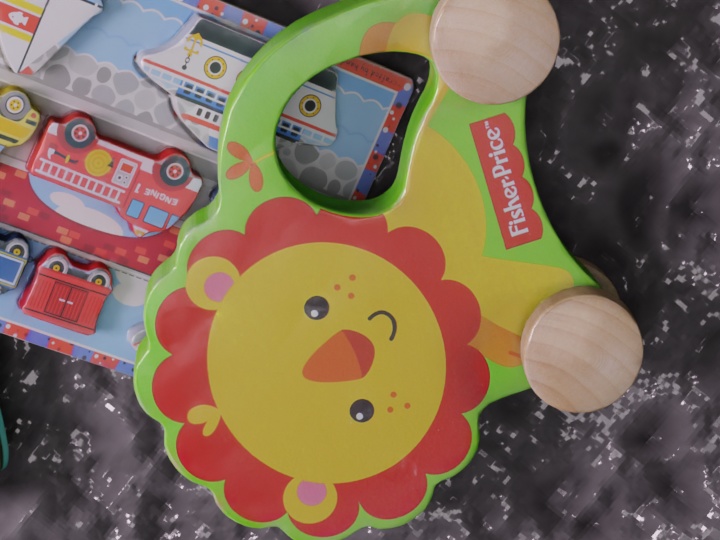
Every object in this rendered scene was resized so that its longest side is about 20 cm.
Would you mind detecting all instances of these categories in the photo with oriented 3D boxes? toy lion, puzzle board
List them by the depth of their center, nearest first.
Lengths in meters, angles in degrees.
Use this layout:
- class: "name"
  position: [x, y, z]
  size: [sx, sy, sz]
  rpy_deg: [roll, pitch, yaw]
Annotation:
- class: "puzzle board"
  position: [-0.094, -0.038, 0.834]
  size: [0.199, 0.017, 0.151]
  rpy_deg: [20, 102, -23]
- class: "toy lion"
  position: [0.000, 0.000, 0.835]
  size: [0.190, 0.069, 0.201]
  rpy_deg: [-16, 106, 1]

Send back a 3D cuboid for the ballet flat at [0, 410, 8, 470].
- class: "ballet flat"
  position: [-0.185, 0.002, 0.856]
  size: [0.075, 0.068, 0.201]
  rpy_deg: [-14, 108, -35]
